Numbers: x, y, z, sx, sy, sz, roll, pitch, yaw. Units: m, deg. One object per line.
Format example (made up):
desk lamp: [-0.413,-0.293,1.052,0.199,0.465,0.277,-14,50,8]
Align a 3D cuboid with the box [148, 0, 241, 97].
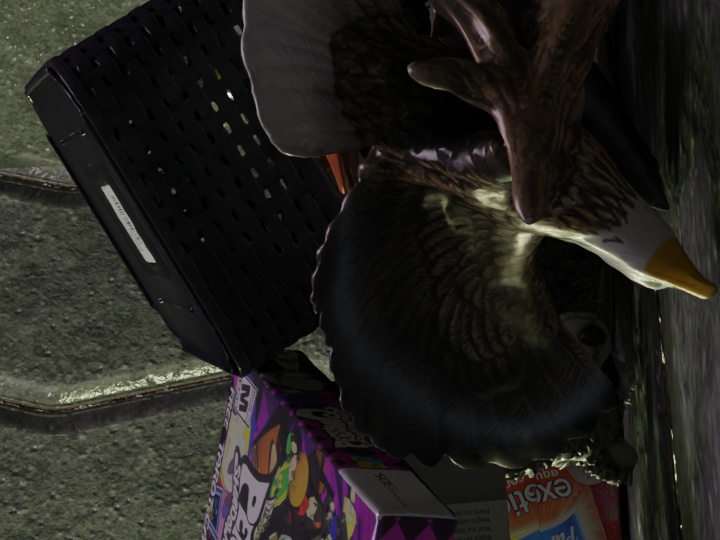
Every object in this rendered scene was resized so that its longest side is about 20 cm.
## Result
box: [-0.058,-0.167,1.217,0.200,0.101,0.113,-80,-13,-77]

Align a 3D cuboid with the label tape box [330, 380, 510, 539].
label tape box: [0.006,0.147,0.912,0.143,0.066,0.201,-15,79,62]

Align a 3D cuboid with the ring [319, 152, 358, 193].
ring: [0.000,0.000,1.038,0.200,0.019,0.201,167,90,-83]

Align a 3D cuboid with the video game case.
video game case: [-0.028,0.152,0.834,0.181,0.036,0.201,-138,57,-64]

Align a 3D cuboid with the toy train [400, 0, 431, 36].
toy train: [0.005,-0.127,0.835,0.200,0.087,0.114,58,175,23]

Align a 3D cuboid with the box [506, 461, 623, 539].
box: [0.081,0.124,1.117,0.200,0.095,0.100,39,-133,-88]

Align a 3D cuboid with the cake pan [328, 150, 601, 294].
cake pan: [0.047,-0.026,1.096,0.200,0.037,0.201,22,121,42]

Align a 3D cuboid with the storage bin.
storage bin: [-0.058,-0.042,0.864,0.135,0.094,0.200,59,171,-7]

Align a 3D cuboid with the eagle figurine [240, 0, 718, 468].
eagle figurine: [0.049,-0.028,0.691,0.200,0.151,0.151,100,147,-74]

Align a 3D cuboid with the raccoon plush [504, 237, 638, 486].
raccoon plush: [0.072,0.053,0.984,0.200,0.096,0.134,96,167,-67]

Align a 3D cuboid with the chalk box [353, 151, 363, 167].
chalk box: [0.056,-0.126,1.243,0.200,0.123,0.125,-90,-3,-68]
